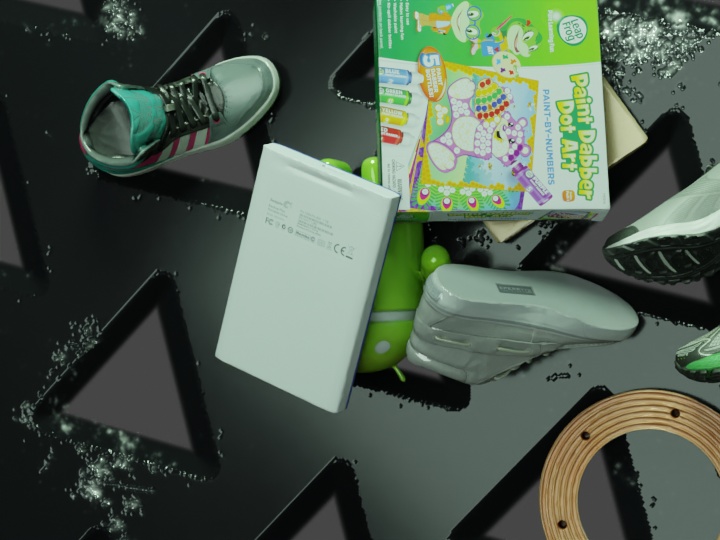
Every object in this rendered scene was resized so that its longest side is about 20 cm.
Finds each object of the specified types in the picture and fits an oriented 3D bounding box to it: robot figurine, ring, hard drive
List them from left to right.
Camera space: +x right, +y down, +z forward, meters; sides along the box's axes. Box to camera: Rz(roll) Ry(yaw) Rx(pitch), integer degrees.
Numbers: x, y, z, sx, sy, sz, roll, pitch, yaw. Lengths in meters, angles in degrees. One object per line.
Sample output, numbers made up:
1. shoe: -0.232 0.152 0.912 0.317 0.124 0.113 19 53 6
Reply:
1. hard drive: -0.047 0.006 1.605 0.132 0.025 0.200 23 111 24
2. robot figurine: 0.000 0.000 1.667 0.175 0.116 0.200 -1 90 10
3. ring: 0.257 0.205 1.643 0.200 0.019 0.201 0 91 16

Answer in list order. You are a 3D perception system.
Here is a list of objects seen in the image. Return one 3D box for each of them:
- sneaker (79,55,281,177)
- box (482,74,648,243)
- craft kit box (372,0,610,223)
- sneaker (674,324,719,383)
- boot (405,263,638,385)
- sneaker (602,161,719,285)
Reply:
1. sneaker: -0.179 -0.147 1.718 0.200 0.121 0.084 -26 83 15
2. box: 0.137 -0.151 1.676 0.163 0.021 0.200 -35 80 13
3. craft kit box: 0.112 -0.141 1.614 0.197 0.049 0.200 -1 78 -6
4. sneaker: 0.355 0.031 1.592 0.200 0.078 0.085 -31 75 5
5. boot: 0.138 0.055 1.635 0.200 0.074 0.096 10 125 -16
6. sneaker: 0.303 -0.049 1.611 0.200 0.074 0.079 -23 48 23
